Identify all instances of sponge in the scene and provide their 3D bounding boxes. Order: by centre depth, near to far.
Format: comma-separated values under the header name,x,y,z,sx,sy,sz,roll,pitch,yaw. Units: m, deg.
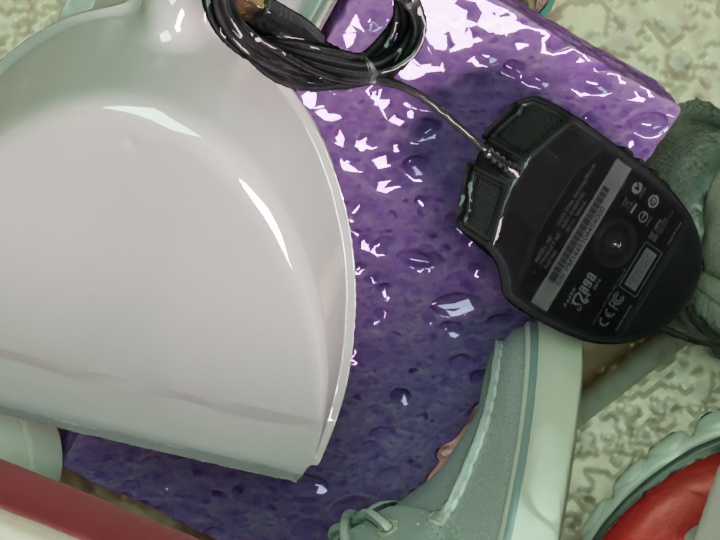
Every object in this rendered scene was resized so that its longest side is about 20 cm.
name,x,y,z,sx,sy,sz,roll,pitch,yaw
sponge,0.000,0.000,0.923,0.112,0.030,0.200,26,108,-22

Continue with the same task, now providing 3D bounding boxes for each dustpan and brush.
name,x,y,z,sx,sy,sz,roll,pitch,yaw
dustpan and brush,-0.059,-0.046,0.849,0.140,0.200,0.057,13,35,4

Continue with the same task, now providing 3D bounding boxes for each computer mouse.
name,x,y,z,sx,sy,sz,roll,pitch,yaw
computer mouse,0.027,-0.038,0.859,0.200,0.034,0.059,37,85,-33

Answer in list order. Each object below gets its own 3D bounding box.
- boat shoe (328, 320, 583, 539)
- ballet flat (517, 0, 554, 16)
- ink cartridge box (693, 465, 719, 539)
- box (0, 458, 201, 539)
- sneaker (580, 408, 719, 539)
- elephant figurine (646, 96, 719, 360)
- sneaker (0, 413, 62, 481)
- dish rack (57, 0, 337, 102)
name,x,y,z,sx,sy,sz,roll,pitch,yaw
boat shoe,0.017,0.105,0.898,0.071,0.070,0.201,16,82,2
ballet flat,-0.016,-0.050,0.971,0.200,0.069,0.071,-50,123,-7
ink cartridge box,0.153,0.095,0.820,0.116,0.200,0.068,-13,109,22
box,-0.056,0.142,0.817,0.200,0.109,0.128,22,91,5
sneaker,0.161,0.084,0.925,0.200,0.077,0.085,-18,36,7
elephant figurine,0.140,-0.017,0.954,0.200,0.155,0.142,-39,121,10
sneaker,-0.187,0.016,0.932,0.200,0.085,0.073,35,117,28
dish rack,-0.030,-0.133,0.941,0.044,0.172,0.200,31,81,-21
